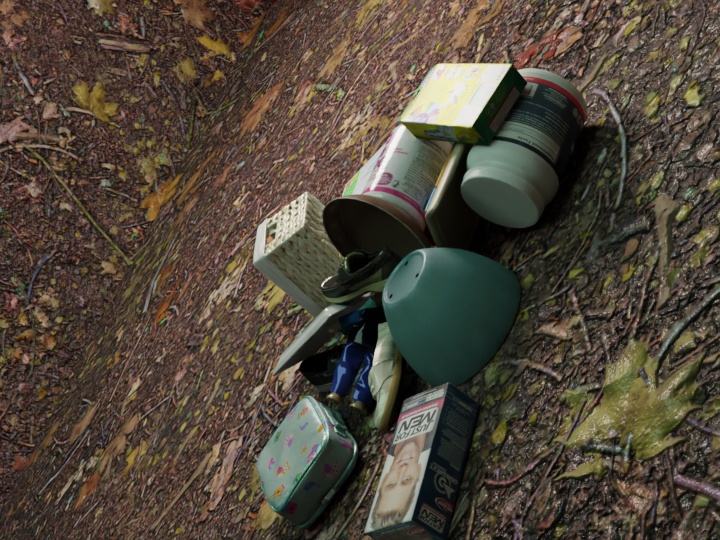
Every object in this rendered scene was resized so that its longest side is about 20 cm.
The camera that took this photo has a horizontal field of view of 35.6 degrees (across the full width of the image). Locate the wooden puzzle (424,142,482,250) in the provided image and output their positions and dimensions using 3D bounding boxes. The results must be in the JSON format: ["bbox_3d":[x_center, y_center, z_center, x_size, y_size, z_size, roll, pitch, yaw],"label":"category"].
[{"bbox_3d":[0.146,-0.105,1.698,0.037,0.201,0.187,13,61,23],"label":"wooden puzzle"}]

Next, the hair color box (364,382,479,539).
[{"bbox_3d":[0.081,0.253,1.445,0.100,0.060,0.202,-30,33,47],"label":"hair color box"}]

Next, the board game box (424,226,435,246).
[{"bbox_3d":[0.135,-0.095,1.795,0.158,0.039,0.202,-135,71,-88],"label":"board game box"}]

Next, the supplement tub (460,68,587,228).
[{"bbox_3d":[0.238,-0.179,1.641,0.140,0.140,0.202,-16,43,58],"label":"supplement tub"}]

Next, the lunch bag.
[{"bbox_3d":[-0.078,0.286,1.706,0.161,0.077,0.200,-52,22,4],"label":"lunch bag"}]

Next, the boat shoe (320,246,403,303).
[{"bbox_3d":[0.000,0.000,1.721,0.199,0.065,0.073,-18,25,49],"label":"boat shoe"}]

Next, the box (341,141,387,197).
[{"bbox_3d":[0.058,-0.154,2.017,0.200,0.096,0.177,-44,13,25],"label":"box"}]

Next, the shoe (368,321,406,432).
[{"bbox_3d":[0.038,0.152,1.651,0.070,0.053,0.201,87,-168,-45],"label":"shoe"}]

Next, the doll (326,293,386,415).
[{"bbox_3d":[0.009,0.115,1.740,0.049,0.135,0.202,68,-136,-70],"label":"doll"}]

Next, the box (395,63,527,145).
[{"bbox_3d":[0.141,-0.247,1.656,0.199,0.048,0.118,17,70,54],"label":"box"}]

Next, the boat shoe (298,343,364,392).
[{"bbox_3d":[-0.032,0.151,1.832,0.199,0.056,0.069,-28,33,49],"label":"boat shoe"}]

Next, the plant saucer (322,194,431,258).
[{"bbox_3d":[0.033,-0.048,1.709,0.035,0.200,0.199,-53,19,-27],"label":"plant saucer"}]

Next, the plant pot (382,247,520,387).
[{"bbox_3d":[0.109,0.047,1.587,0.200,0.134,0.201,-44,24,25],"label":"plant pot"}]

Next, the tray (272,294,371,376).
[{"bbox_3d":[-0.068,0.100,1.824,0.107,0.022,0.200,-25,-16,-44],"label":"tray"}]

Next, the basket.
[{"bbox_3d":[-0.078,-0.022,1.999,0.123,0.200,0.136,-38,26,24],"label":"basket"}]

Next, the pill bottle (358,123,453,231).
[{"bbox_3d":[0.080,-0.156,1.754,0.113,0.113,0.202,-20,38,55],"label":"pill bottle"}]

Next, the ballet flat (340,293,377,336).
[{"bbox_3d":[0.045,0.049,1.839,0.199,0.068,0.064,-37,0,36],"label":"ballet flat"}]
